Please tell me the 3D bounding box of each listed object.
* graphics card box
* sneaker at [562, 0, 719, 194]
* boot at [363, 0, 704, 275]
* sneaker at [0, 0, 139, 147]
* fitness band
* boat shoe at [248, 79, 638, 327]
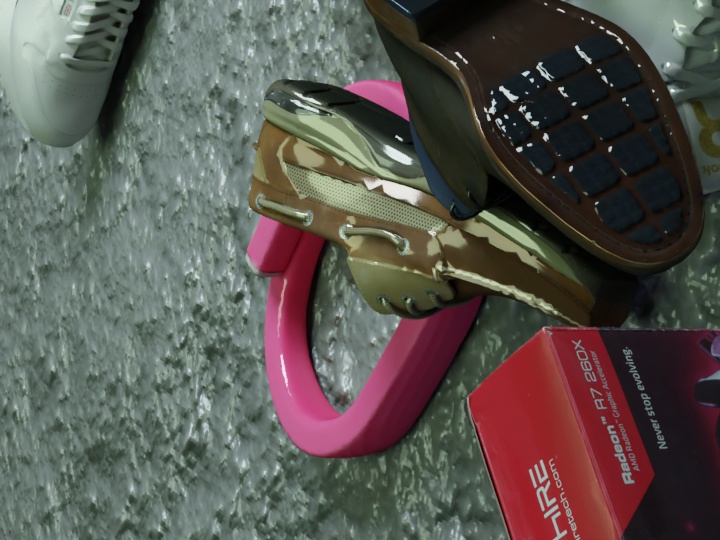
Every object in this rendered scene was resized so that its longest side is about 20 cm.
[{"bbox_3d":[0.140,0.081,0.612,0.051,0.200,0.126,-49,48,44],"label":"graphics card box"},{"bbox_3d":[0.135,-0.091,0.755,0.200,0.074,0.116,-48,52,56],"label":"sneaker"},{"bbox_3d":[0.068,-0.051,0.769,0.200,0.075,0.097,55,167,35],"label":"boot"},{"bbox_3d":[-0.167,-0.169,1.222,0.080,0.076,0.200,25,111,45],"label":"sneaker"},{"bbox_3d":[0.000,0.000,0.981,0.144,0.037,0.200,60,136,39],"label":"fitness band"},{"bbox_3d":[0.029,-0.016,0.869,0.200,0.076,0.074,32,106,35],"label":"boat shoe"}]
